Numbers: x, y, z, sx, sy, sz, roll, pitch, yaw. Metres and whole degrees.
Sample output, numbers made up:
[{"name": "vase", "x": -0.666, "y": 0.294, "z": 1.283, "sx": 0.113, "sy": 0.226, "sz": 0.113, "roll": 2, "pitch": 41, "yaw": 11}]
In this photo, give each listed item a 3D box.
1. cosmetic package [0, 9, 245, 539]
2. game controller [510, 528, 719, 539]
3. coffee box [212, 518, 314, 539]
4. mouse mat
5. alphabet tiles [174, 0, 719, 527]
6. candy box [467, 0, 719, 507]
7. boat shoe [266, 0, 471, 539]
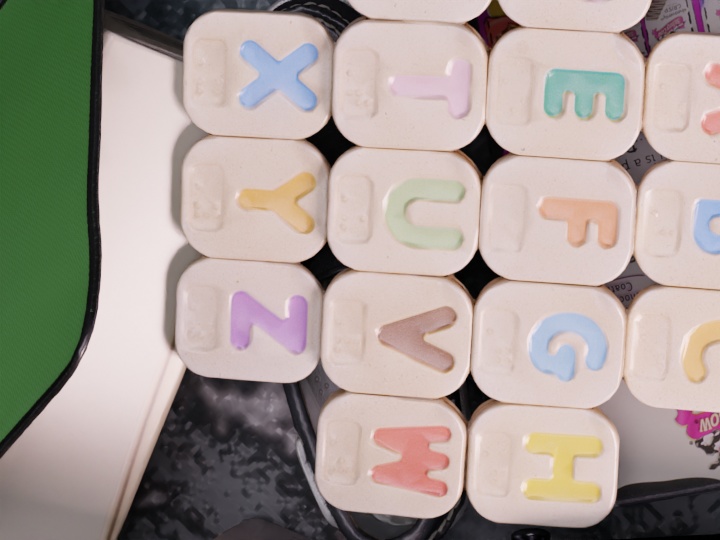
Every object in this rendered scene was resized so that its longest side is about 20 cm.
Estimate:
[{"name": "cosmetic package", "x": -0.105, "y": 0.014, "z": 0.866, "sx": 0.073, "sy": 0.103, "sz": 0.201, "roll": 19, "pitch": 98, "yaw": -24}, {"name": "game controller", "x": 0.140, "y": 0.102, "z": 0.840, "sx": 0.198, "sy": 0.104, "sz": 0.042, "roll": -3, "pitch": 83, "yaw": 9}, {"name": "coffee box", "x": -0.004, "y": 0.219, "z": 0.818, "sx": 0.199, "sy": 0.200, "sz": 0.199, "roll": 22, "pitch": 96, "yaw": 7}, {"name": "mouse mat", "x": -0.121, "y": -0.013, "z": 0.825, "sx": 0.007, "sy": 0.201, "sz": 0.161, "roll": 18, "pitch": 138, "yaw": -27}, {"name": "alphabet tiles", "x": 0.038, "y": -0.018, "z": 0.801, "sx": 0.194, "sy": 0.015, "sz": 0.202, "roll": 4, "pitch": 102, "yaw": 5}, {"name": "candy box", "x": 0.118, "y": -0.031, "z": 0.842, "sx": 0.136, "sy": 0.061, "sz": 0.202, "roll": -11, "pitch": 90, "yaw": 27}, {"name": "boat shoe", "x": 0.000, "y": 0.000, "z": 0.878, "sx": 0.075, "sy": 0.060, "sz": 0.201, "roll": -16, "pitch": 90, "yaw": 9}]
